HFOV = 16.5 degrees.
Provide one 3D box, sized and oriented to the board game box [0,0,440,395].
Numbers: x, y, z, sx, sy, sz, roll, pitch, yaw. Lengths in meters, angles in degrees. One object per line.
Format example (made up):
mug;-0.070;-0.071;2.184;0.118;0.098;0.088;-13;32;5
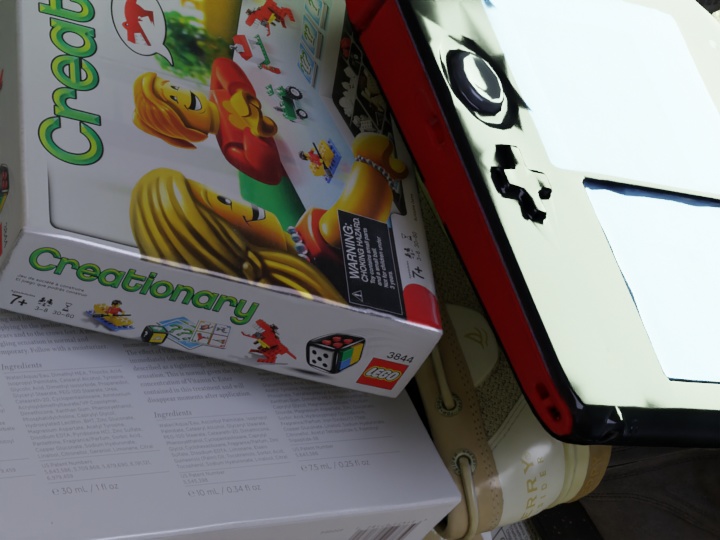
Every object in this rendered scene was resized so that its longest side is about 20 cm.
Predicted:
board game box;-0.050;-0.060;0.744;0.126;0.035;0.200;14;44;-24

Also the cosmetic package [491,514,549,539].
cosmetic package;0.074;0.099;0.995;0.200;0.073;0.104;-45;116;-52

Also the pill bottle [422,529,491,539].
pill bottle;-0.022;0.113;0.812;0.116;0.115;0.200;56;39;-28

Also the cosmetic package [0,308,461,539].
cosmetic package;-0.086;0.024;0.715;0.200;0.052;0.151;-1;56;-40

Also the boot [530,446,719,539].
boot;0.095;0.023;0.885;0.200;0.131;0.070;51;41;-15

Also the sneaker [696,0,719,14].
sneaker;0.064;-0.082;0.974;0.199;0.066;0.091;-10;87;-15

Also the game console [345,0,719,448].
game console;0.088;-0.024;0.780;0.200;0.031;0.177;6;52;-49

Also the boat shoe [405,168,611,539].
boat shoe;0.000;0.002;0.803;0.063;0.073;0.201;-20;60;-30
